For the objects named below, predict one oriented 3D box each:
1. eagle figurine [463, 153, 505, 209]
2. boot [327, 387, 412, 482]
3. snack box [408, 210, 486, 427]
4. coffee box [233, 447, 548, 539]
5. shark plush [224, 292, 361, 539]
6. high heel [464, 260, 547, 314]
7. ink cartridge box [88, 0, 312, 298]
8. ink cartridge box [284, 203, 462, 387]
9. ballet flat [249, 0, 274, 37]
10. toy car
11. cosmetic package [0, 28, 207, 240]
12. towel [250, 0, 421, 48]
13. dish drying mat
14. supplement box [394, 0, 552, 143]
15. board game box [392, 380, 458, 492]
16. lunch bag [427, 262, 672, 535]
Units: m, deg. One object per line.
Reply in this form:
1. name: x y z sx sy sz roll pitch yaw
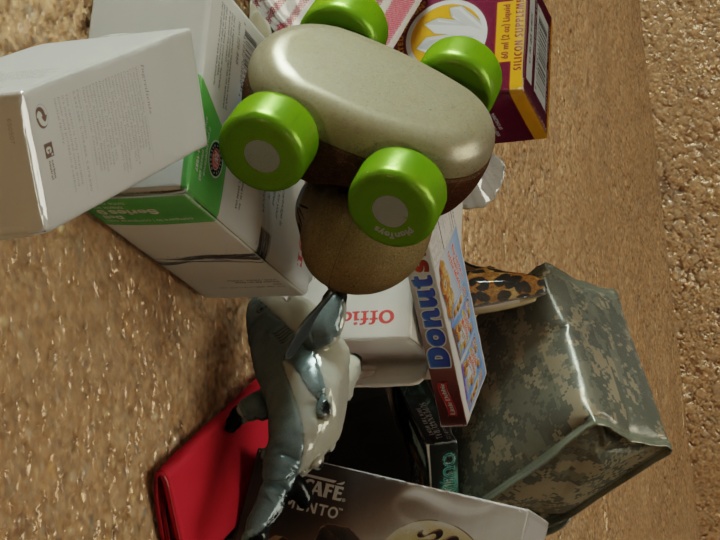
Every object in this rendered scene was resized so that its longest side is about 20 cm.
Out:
1. eagle figurine: 0.061 -0.160 1.502 0.200 0.151 0.152 70 33 -65
2. boot: 0.009 0.140 1.378 0.075 0.073 0.200 0 84 -77
3. snack box: 0.059 0.012 1.214 0.072 0.024 0.200 -62 144 -57
4. coffee box: 0.016 0.201 1.146 0.080 0.200 0.113 43 60 -68
5. shark plush: -0.052 0.102 1.140 0.091 0.083 0.200 71 23 -61
6. high heel: 0.060 -0.034 1.362 0.071 0.200 0.143 -2 90 -57
7. ink cartridge box: -0.099 -0.078 1.071 0.200 0.084 0.146 46 45 -63
8. ink cartridge box: 0.000 0.000 1.280 0.125 0.128 0.200 41 50 -64
9. ballet flat: -0.054 -0.212 1.267 0.072 0.072 0.200 36 52 -66
10. toy car: -0.013 -0.044 1.050 0.164 0.158 0.200 -62 173 -49
11. cosmetic package: -0.164 -0.073 0.861 0.200 0.101 0.074 -39 124 -66
12. towel: -0.034 -0.233 1.227 0.200 0.030 0.146 51 56 -31
13. dish drying mat: -0.094 0.137 1.152 0.200 0.018 0.077 -41 124 -65
14. supplement box: 0.048 -0.163 1.335 0.086 0.200 0.111 49 41 -59
15. board game box: 0.049 0.155 1.391 0.200 0.028 0.136 -116 -160 -64
16. lunch bag: 0.138 0.123 1.385 0.117 0.200 0.164 21 42 -39
